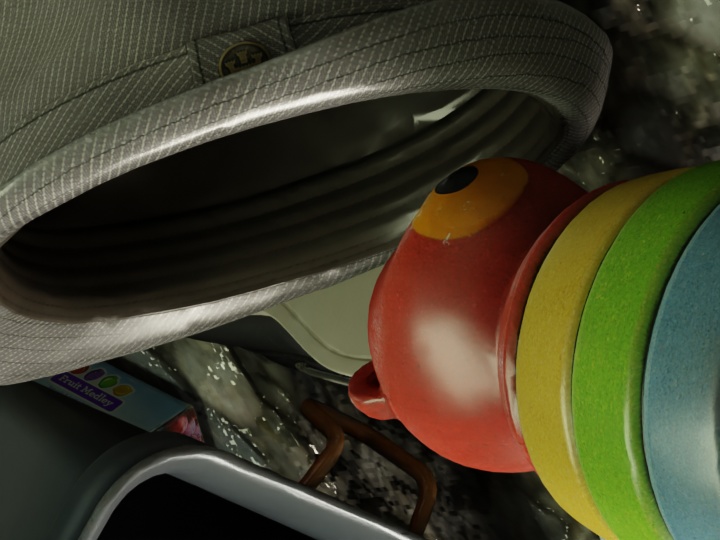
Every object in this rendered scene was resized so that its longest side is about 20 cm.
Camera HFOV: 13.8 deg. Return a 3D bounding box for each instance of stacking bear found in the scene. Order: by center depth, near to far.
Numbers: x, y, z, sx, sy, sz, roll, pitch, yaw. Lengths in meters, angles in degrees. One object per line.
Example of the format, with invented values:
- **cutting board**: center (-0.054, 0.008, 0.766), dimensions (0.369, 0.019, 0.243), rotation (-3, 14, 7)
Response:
- **stacking bear**: center (0.080, 0.020, 0.720), dimensions (0.200, 0.121, 0.114), rotation (10, 137, 49)

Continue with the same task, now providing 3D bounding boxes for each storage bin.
- **storage bin**: center (-0.053, 0.102, 0.956), dimensions (0.200, 0.146, 0.134), rotation (27, -177, -40)

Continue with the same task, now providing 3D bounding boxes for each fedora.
- **fedora**: center (-0.038, -0.050, 0.780), dimensions (0.177, 0.200, 0.091), rotation (40, -151, -71)

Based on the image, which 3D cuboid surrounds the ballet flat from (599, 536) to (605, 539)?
- **ballet flat**: center (0.109, 0.104, 0.838), dimensions (0.072, 0.072, 0.200), rotation (17, 136, 47)

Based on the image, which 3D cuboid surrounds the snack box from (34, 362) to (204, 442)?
- **snack box**: center (-0.119, 0.116, 1.176), dimensions (0.168, 0.068, 0.200), rotation (25, 140, 40)

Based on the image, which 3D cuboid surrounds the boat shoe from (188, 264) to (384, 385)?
- **boat shoe**: center (0.000, 0.000, 0.907), dimensions (0.063, 0.073, 0.200), rotation (19, 170, -42)

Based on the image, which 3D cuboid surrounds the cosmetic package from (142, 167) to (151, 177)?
- **cosmetic package**: center (-0.110, -0.078, 0.932), dimensions (0.200, 0.090, 0.107), rotation (-9, 115, 55)
